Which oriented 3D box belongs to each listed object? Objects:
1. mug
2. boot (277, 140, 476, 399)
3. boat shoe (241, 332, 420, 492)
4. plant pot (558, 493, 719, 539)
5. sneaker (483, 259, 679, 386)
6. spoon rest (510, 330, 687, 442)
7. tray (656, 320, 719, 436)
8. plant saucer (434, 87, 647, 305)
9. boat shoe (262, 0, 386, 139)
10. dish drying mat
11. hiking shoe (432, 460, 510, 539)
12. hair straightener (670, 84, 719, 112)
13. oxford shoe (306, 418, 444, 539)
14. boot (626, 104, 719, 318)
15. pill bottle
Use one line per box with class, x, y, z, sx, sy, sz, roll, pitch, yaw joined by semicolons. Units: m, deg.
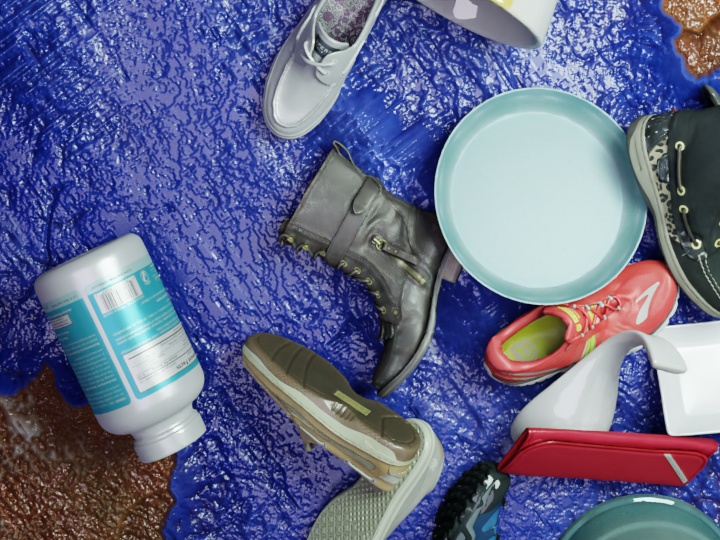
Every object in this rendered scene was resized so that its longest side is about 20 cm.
mug;0.120;-0.297;0.999;0.148;0.186;0.154;28;91;13
boot;0.000;0.000;1.109;0.172;0.069;0.202;24;89;-1
boat shoe;-0.040;0.139;1.114;0.199;0.071;0.077;36;119;20
plant pot;0.279;0.336;1.080;0.197;0.196;0.203;0;99;2
sneaker;0.205;0.051;1.082;0.198;0.085;0.078;-29;72;7
spoon rest;0.217;0.116;1.083;0.098;0.061;0.200;15;138;-27
tray;0.379;0.097;1.106;0.197;0.022;0.109;-6;70;4
plant saucer;0.164;-0.067;1.078;0.197;0.027;0.203;1;81;-5
boat shoe;-0.027;-0.209;1.070;0.072;0.069;0.201;37;99;-3
dish drying mat;0.233;0.177;1.100;0.197;0.018;0.077;6;141;-17
hiking shoe;0.112;0.277;1.149;0.086;0.075;0.202;19;110;-8
hair straightener;0.375;-0.092;1.080;0.077;0.041;0.201;-39;90;8
oxford shoe;0.016;0.232;1.146;0.201;0.058;0.075;-54;52;10
boot;0.336;-0.059;1.030;0.153;0.073;0.205;-16;105;47
pill bottle;-0.218;0.076;1.106;0.110;0.111;0.202;-23;97;6
